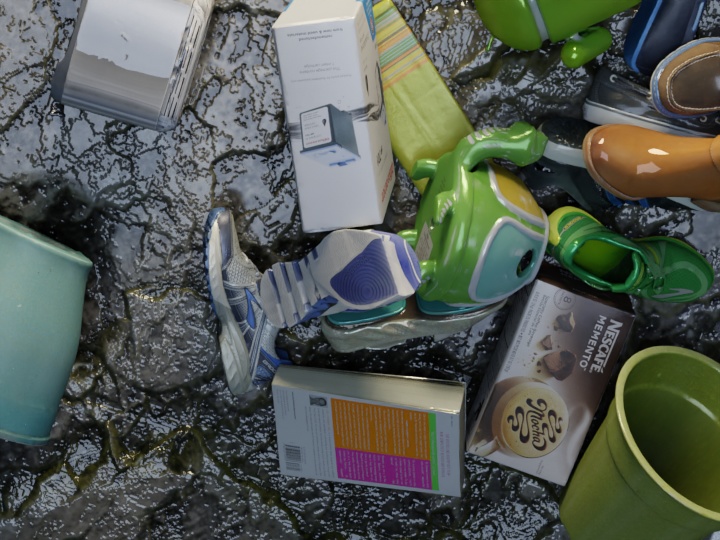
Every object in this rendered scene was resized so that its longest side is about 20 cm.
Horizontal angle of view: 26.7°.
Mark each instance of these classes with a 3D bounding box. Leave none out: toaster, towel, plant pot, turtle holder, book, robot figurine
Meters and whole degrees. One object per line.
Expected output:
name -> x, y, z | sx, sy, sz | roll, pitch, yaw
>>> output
toaster -> -0.222, -0.221, 1.486 | 0.128, 0.114, 0.202 | 18, 103, -6
towel -> 0.049, -0.171, 1.543 | 0.085, 0.018, 0.201 | -31, 103, 15
plant pot -> -0.368, 0.047, 1.529 | 0.198, 0.200, 0.190 | 25, 89, -5
plant pot -> 0.299, 0.215, 1.545 | 0.198, 0.201, 0.191 | 27, 134, -6
turtle holder -> 0.117, -0.055, 1.510 | 0.130, 0.141, 0.188 | 11, 89, -14
book -> 0.010, 0.171, 1.584 | 0.197, 0.048, 0.135 | 6, 128, 11
robot figurine -> 0.195, -0.287, 1.456 | 0.198, 0.116, 0.177 | -24, 97, 8

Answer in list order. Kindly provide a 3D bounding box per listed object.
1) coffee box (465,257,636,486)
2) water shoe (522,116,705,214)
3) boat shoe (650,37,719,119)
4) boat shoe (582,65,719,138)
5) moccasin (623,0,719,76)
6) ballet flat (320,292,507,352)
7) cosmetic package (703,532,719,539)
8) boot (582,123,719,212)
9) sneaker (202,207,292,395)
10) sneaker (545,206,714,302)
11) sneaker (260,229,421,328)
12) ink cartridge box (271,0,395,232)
coffee box -> 0.195, 0.105, 1.578 | 0.112, 0.080, 0.202 | 20, 106, -4
water shoe -> 0.262, -0.095, 1.542 | 0.198, 0.072, 0.079 | 20, 132, -6
boat shoe -> 0.373, -0.194, 1.461 | 0.198, 0.072, 0.073 | -18, 103, -21
boat shoe -> 0.322, -0.155, 1.514 | 0.197, 0.069, 0.057 | 13, 105, 0
moccasin -> 0.325, -0.284, 1.482 | 0.067, 0.081, 0.202 | 19, 116, -11
ballet flat -> 0.057, 0.047, 1.586 | 0.197, 0.068, 0.063 | -7, 134, 7
cosmetic package -> 0.409, 0.303, 1.624 | 0.106, 0.085, 0.203 | 15, 106, 1
boot -> 0.322, -0.107, 1.415 | 0.198, 0.154, 0.075 | 10, 79, -24
sneaker -> -0.115, 0.026, 1.577 | 0.084, 0.077, 0.203 | -12, 112, -6
sneaker -> 0.272, 0.000, 1.535 | 0.198, 0.084, 0.075 | 16, 117, -20
sneaker -> 0.000, 0.000, 1.502 | 0.198, 0.114, 0.082 | -16, 88, 48
ink cartridge box -> -0.023, -0.157, 1.468 | 0.085, 0.147, 0.203 | -7, 110, 9
